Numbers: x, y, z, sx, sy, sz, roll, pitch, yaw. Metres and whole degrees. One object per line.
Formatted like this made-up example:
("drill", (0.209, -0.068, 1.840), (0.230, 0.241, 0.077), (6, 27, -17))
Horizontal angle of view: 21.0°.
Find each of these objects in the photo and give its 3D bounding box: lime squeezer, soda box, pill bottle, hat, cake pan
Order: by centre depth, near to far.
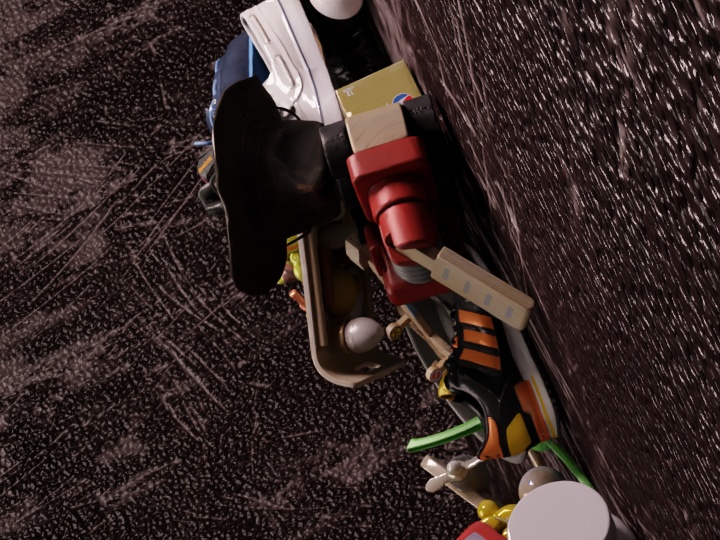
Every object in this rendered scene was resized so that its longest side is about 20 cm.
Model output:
("pill bottle", (0.177, 0.258, 1.548), (0.111, 0.110, 0.201), (-116, 3, -45))
("hat", (-0.058, -0.073, 1.630), (0.201, 0.080, 0.202), (-2, -90, -76))
("lime squeezer", (0.137, 0.150, 1.710), (0.199, 0.071, 0.038), (15, 144, 32))
("soda box", (0.035, -0.097, 1.718), (0.200, 0.067, 0.064), (69, 177, -61))
("cake pan", (0.108, 0.089, 1.834), (0.201, 0.037, 0.201), (51, 164, 20))

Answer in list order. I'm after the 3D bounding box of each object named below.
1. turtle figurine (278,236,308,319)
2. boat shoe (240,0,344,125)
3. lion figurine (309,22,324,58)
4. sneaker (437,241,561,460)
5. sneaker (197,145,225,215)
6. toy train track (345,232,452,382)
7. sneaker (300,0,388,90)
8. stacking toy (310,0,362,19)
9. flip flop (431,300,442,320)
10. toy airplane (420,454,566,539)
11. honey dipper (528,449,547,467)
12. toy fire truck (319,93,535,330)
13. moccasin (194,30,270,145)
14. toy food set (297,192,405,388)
("turtle figurine", (-0.074, -0.040, 1.866), (0.201, 0.064, 0.161), (58, 175, -2))
("boat shoe", (-0.057, -0.159, 1.745), (0.074, 0.065, 0.201), (74, 177, -58))
("lion figurine", (-0.020, -0.197, 1.918), (0.122, 0.072, 0.200), (45, -149, -2))
("sneaker", (0.099, 0.069, 1.689), (0.070, 0.089, 0.201), (70, 175, -69))
("sneaker", (-0.116, -0.112, 1.919), (0.201, 0.086, 0.081), (102, 151, -50))
("toy train track", (0.035, 0.043, 1.751), (0.115, 0.033, 0.200), (39, 169, 50))
("sneaker", (-0.022, -0.231, 1.798), (0.104, 0.060, 0.201), (62, -175, -65))
("stacking toy", (-0.071, -0.301, 1.731), (0.200, 0.146, 0.146), (49, 177, 4))
("flip flop", (0.086, 0.021, 1.925), (0.081, 0.058, 0.201), (12, 142, 36))
("toy airplane", (0.155, 0.237, 1.744), (0.199, 0.199, 0.142), (-100, 28, -66))
("honey dipper", (0.174, 0.186, 1.947), (0.201, 0.038, 0.038), (64, 178, -2))
("toy fire truck", (0.060, -0.020, 1.574), (0.176, 0.128, 0.201), (68, -173, -62))
("moccasin", (-0.105, -0.136, 1.786), (0.080, 0.068, 0.201), (42, -146, -29))
("toy food set", (0.000, 0.000, 1.812), (0.143, 0.060, 0.202), (-18, -77, -68))
